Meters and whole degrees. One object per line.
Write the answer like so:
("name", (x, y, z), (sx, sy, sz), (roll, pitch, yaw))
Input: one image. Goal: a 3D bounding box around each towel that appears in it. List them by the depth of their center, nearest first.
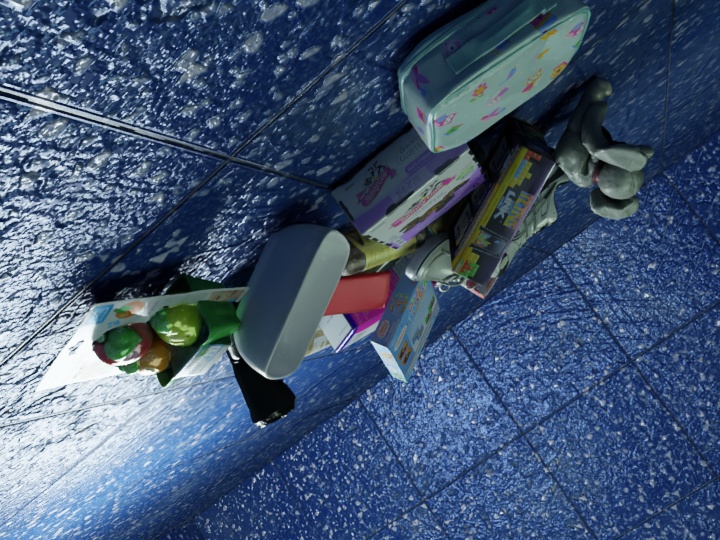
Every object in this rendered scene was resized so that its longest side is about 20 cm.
("towel", (0.157, -0.112, 1.251), (0.147, 0.022, 0.200), (-57, 159, 1))

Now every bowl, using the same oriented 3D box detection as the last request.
("bowl", (-0.093, 0.033, 1.020), (0.200, 0.074, 0.201), (35, 77, -80))

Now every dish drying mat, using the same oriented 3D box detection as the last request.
("dish drying mat", (-0.054, 0.042, 1.204), (0.198, 0.018, 0.077), (-6, 133, -13))

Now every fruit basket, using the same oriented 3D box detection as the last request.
("fruit basket", (-0.243, 0.081, 0.908), (0.199, 0.094, 0.185), (-14, 156, -49))

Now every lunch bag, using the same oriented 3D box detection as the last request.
("lunch bag", (0.134, -0.216, 0.812), (0.199, 0.077, 0.160), (-35, 166, 1))

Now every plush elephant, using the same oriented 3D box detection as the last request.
("plush elephant", (0.392, -0.178, 1.270), (0.200, 0.154, 0.165), (-53, 160, -27))

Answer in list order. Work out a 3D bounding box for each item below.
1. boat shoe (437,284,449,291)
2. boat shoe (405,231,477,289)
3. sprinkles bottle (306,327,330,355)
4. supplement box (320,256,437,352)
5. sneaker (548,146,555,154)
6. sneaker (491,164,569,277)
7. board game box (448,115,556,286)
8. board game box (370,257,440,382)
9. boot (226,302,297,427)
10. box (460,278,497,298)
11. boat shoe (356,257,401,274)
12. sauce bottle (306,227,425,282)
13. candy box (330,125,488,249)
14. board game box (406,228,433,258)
("boat shoe", (0.158, -0.001, 1.605), (0.074, 0.086, 0.202), (-33, 168, -6))
("boat shoe", (0.149, -0.009, 1.238), (0.202, 0.086, 0.075), (-17, 140, -57))
("sprinkles bottle", (-0.085, 0.119, 1.507), (0.068, 0.068, 0.200), (-42, 165, 32))
("supplement box", (0.023, 0.045, 1.430), (0.199, 0.104, 0.101), (-26, 164, -31))
("sneaker", (0.280, -0.162, 1.325), (0.199, 0.074, 0.088), (-13, 119, -55))
("sneaker", (0.252, -0.075, 1.197), (0.201, 0.087, 0.076), (-66, -168, -2))
("board game box", (0.195, -0.102, 1.133), (0.166, 0.056, 0.201), (-83, -162, -64))
("board game box", (0.080, 0.088, 1.334), (0.152, 0.036, 0.200), (-64, 160, -16))
("boot", (-0.151, 0.134, 1.151), (0.076, 0.169, 0.200), (-25, 165, -13))
("box", (0.242, -0.057, 1.475), (0.201, 0.095, 0.100), (-58, 170, 1))
("boat shoe", (0.000, 0.000, 1.268), (0.199, 0.076, 0.060), (-35, 162, 6))
("sauce bottle", (0.000, -0.031, 1.165), (0.199, 0.065, 0.065), (-22, 163, -24))
("candy box", (0.070, -0.111, 1.041), (0.167, 0.072, 0.200), (-38, 168, 10))
("board game box", (0.139, -0.068, 1.371), (0.127, 0.035, 0.200), (-58, 164, 5))
